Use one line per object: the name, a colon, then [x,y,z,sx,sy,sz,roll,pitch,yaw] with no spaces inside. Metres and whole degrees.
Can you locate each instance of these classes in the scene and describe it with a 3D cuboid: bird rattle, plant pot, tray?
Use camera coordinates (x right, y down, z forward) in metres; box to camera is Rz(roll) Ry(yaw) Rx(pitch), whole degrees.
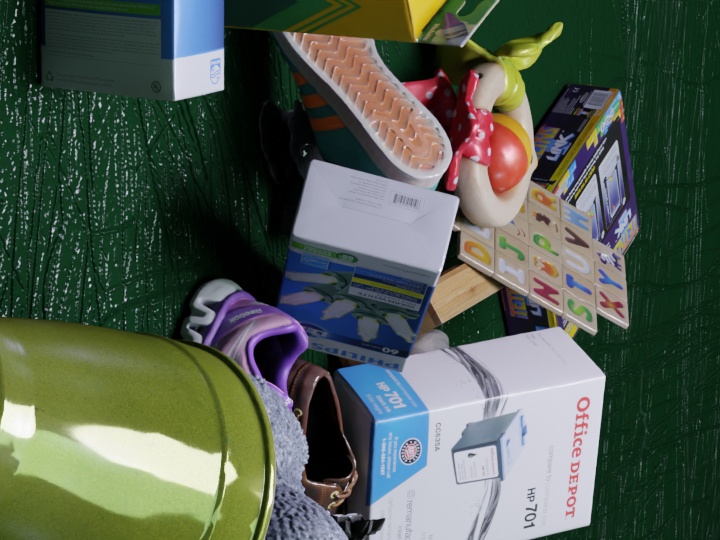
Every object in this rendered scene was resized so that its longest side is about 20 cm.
bird rattle: [0.103,-0.110,1.750,0.200,0.112,0.163,-69,147,-52]
plant pot: [-0.185,0.108,1.273,0.193,0.200,0.201,28,72,-48]
tray: [0.066,0.021,1.785,0.037,0.099,0.200,60,33,1]

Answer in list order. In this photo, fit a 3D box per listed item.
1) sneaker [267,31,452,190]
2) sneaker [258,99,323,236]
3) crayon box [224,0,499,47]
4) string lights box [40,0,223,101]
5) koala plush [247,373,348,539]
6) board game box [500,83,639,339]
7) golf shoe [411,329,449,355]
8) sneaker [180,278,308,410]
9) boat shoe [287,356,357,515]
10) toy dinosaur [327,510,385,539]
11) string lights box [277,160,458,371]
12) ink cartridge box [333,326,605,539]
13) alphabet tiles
sneaker: [-0.016,-0.122,1.559,0.071,0.200,0.080,-22,159,-32]
sneaker: [-0.004,-0.076,1.663,0.200,0.060,0.105,-4,103,-51]
crayon box: [0.001,-0.209,1.492,0.126,0.199,0.052,-53,141,-42]
string lights box: [-0.138,-0.208,1.338,0.059,0.102,0.201,-21,116,-58]
koala plush: [-0.070,0.172,1.394,0.177,0.200,0.184,27,91,-39]
board game box: [0.187,-0.048,2.038,0.200,0.057,0.166,-53,143,-42]
golf shoe: [0.069,0.142,1.855,0.097,0.078,0.201,-55,144,-50]
sneaker: [-0.094,0.102,1.522,0.081,0.088,0.201,51,55,-56]
boat shoe: [-0.038,0.146,1.658,0.070,0.070,0.200,-57,145,-39]
toy dinosaur: [-0.044,0.245,1.604,0.102,0.200,0.136,-2,91,-32]
string lights box: [0.000,0.000,1.550,0.200,0.102,0.059,105,0,-67]
ink cartridge box: [0.081,0.140,1.740,0.199,0.086,0.147,-10,120,-20]
alphabet tiles: [0.136,-0.029,1.817,0.006,0.200,0.167,-51,-162,31]
